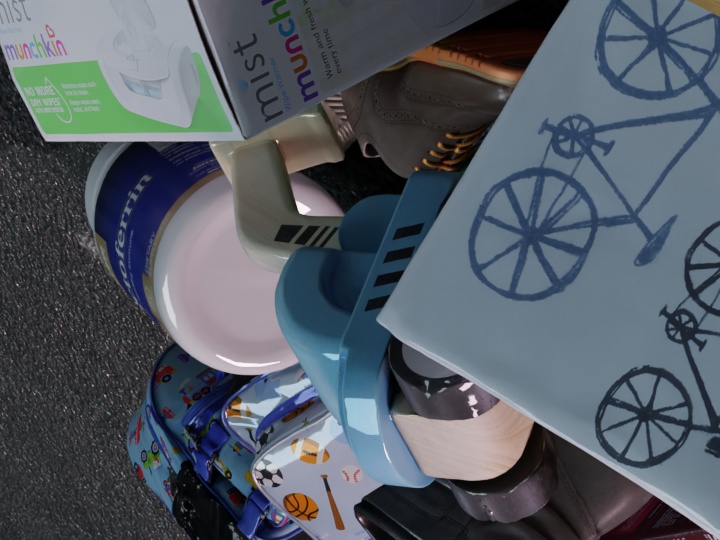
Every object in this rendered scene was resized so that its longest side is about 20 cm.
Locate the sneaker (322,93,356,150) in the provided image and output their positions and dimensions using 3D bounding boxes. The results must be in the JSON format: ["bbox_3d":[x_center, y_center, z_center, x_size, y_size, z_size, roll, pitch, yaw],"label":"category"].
[{"bbox_3d":[-0.082,-0.142,1.144,0.084,0.075,0.200,-5,123,57],"label":"sneaker"}]

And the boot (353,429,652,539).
[{"bbox_3d":[0.041,0.069,0.930,0.200,0.132,0.070,36,163,38],"label":"boot"}]

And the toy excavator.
[{"bbox_3d":[0.000,0.000,0.895,0.200,0.195,0.100,4,144,26],"label":"toy excavator"}]

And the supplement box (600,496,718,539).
[{"bbox_3d":[0.186,0.131,1.078,0.061,0.109,0.200,50,156,-5],"label":"supplement box"}]

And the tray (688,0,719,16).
[{"bbox_3d":[0.129,-0.152,0.765,0.200,0.099,0.037,33,150,29],"label":"tray"}]

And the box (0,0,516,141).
[{"bbox_3d":[-0.056,-0.139,0.975,0.200,0.176,0.097,5,121,54],"label":"box"}]

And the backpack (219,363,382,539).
[{"bbox_3d":[0.035,0.088,1.177,0.200,0.154,0.190,-30,124,31],"label":"backpack"}]

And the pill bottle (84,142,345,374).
[{"bbox_3d":[-0.088,-0.022,1.162,0.116,0.116,0.200,60,169,-25],"label":"pill bottle"}]

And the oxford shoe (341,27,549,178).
[{"bbox_3d":[0.048,-0.081,0.997,0.200,0.071,0.073,-163,69,-68],"label":"oxford shoe"}]

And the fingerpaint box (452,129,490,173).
[{"bbox_3d":[0.142,0.002,0.999,0.200,0.073,0.167,50,155,-6],"label":"fingerpaint box"}]

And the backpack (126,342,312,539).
[{"bbox_3d":[-0.057,0.103,1.359,0.200,0.182,0.135,45,149,33],"label":"backpack"}]

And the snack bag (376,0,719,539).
[{"bbox_3d":[0.129,-0.013,0.746,0.200,0.189,0.021,32,-178,26],"label":"snack bag"}]
